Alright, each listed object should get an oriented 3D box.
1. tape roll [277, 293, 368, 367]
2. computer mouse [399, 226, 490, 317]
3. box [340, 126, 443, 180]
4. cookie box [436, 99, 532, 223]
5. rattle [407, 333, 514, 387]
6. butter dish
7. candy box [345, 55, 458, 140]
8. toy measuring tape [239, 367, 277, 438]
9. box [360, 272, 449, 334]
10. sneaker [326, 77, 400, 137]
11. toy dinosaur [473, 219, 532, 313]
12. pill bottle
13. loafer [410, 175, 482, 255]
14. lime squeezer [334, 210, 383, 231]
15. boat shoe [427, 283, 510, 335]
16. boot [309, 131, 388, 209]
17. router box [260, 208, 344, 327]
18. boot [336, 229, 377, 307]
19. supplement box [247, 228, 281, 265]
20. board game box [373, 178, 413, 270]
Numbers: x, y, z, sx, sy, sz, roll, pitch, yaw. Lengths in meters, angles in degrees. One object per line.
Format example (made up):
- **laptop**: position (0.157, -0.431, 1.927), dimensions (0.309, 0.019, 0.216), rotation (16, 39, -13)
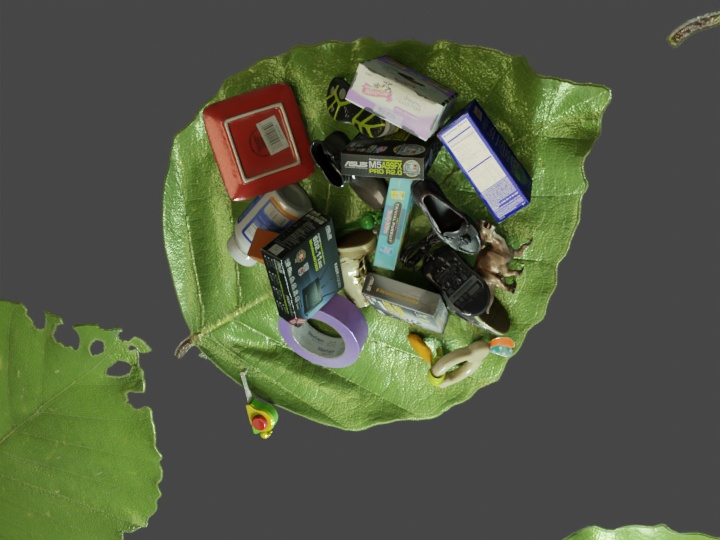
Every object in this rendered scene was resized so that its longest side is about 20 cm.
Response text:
- **tape roll**: position (-0.085, 0.132, 1.602), dimensions (0.198, 0.066, 0.201), rotation (14, 137, 14)
- **computer mouse**: position (0.188, 0.005, 1.441), dimensions (0.138, 0.053, 0.201), rotation (-38, 88, 4)
- **box**: position (0.065, -0.234, 1.355), dimensions (0.158, 0.200, 0.045), rotation (6, 120, 16)
- **cookie box**: position (0.238, -0.210, 1.328), dimensions (0.075, 0.171, 0.201), rotation (-33, 99, 24)
- **rattle**: position (0.226, 0.163, 1.573), dimensions (0.199, 0.143, 0.130), rotation (-38, 131, 13)
- **butter dish**: position (-0.219, -0.265, 1.475), dimensions (0.198, 0.148, 0.202), rotation (-22, 103, -16)
- **candy box**: position (0.082, -0.324, 1.310), dimensions (0.167, 0.200, 0.072), rotation (29, 115, 5)
- **toy measuring tape**: position (-0.252, 0.338, 1.783), dimensions (0.073, 0.074, 0.202), rotation (-2, 112, 19)
- **box**: position (0.098, 0.072, 1.481), dimensions (0.157, 0.200, 0.049), rotation (18, 80, 16)
- **sneaker**: position (0.003, -0.316, 1.391), dimensions (0.200, 0.076, 0.076), rotation (47, 125, 35)
- **toy dinosaur**: position (0.267, -0.019, 1.452), dimensions (0.134, 0.086, 0.202), rotation (20, 121, 8)
- **pill bottle**: position (-0.207, -0.102, 1.553), dimensions (0.112, 0.112, 0.200), rotation (44, 119, -4)
- **loafer**: position (0.165, -0.092, 1.336), dimensions (0.072, 0.063, 0.200), rotation (-38, 118, 15)
- **lime squeezer**: position (0.015, -0.099, 1.502), dimensions (0.199, 0.070, 0.038), rotation (-3, 121, 59)
- **boat shoe**: position (0.231, 0.074, 1.516), dimensions (0.200, 0.072, 0.066), rotation (36, 146, -10)
- **boot**: position (-0.024, -0.189, 1.443), dimensions (0.200, 0.132, 0.070), rotation (47, 117, -6)
- **router box**: position (-0.114, -0.003, 1.452), dimensions (0.062, 0.150, 0.201), rotation (26, 143, 32)
- **boot**: position (0.000, 0.000, 1.521), dimensions (0.199, 0.073, 0.156), rotation (-14, 112, 53)
- **supplement box**: position (-0.158, -0.024, 1.511), dimensions (0.068, 0.200, 0.067), rotation (14, 79, 29)
- **board game box**: position (0.080, -0.123, 1.427), dimensions (0.046, 0.151, 0.202), rotation (15, 117, 7)
